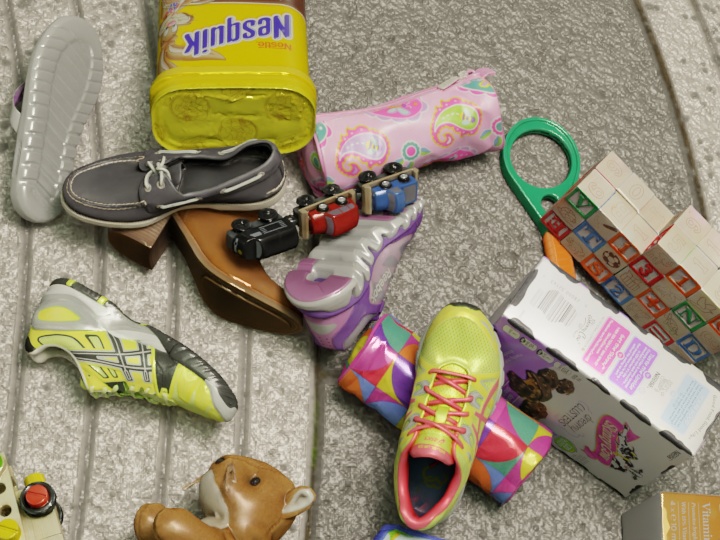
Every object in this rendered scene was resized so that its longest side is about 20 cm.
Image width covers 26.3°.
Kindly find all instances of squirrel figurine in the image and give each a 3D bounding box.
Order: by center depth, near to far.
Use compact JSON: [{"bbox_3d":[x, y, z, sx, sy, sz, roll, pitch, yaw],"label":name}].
[{"bbox_3d":[-0.103,0.258,1.267,0.200,0.141,0.187,45,56,-8],"label":"squirrel figurine"}]

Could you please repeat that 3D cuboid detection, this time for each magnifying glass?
[{"bbox_3d":[0.184,-0.055,1.490,0.079,0.022,0.201,-4,69,-14],"label":"magnifying glass"}]

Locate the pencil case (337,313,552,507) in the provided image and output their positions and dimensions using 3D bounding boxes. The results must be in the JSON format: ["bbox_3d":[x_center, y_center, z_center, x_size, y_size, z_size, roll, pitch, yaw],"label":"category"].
[{"bbox_3d":[0.077,0.124,1.367,0.200,0.088,0.089,37,67,1],"label":"pencil case"}]

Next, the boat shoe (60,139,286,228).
[{"bbox_3d":[-0.163,-0.085,1.338,0.199,0.063,0.073,-5,63,-6],"label":"boat shoe"}]

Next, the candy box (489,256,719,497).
[{"bbox_3d":[0.199,0.099,1.353,0.200,0.168,0.072,36,66,3],"label":"candy box"}]

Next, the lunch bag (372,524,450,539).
[{"bbox_3d":[0.067,0.310,1.236,0.200,0.128,0.170,38,30,3],"label":"lunch bag"}]

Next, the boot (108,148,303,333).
[{"bbox_3d":[-0.112,-0.044,1.401,0.199,0.077,0.156,27,62,7],"label":"boot"}]

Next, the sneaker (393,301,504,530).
[{"bbox_3d":[0.071,0.127,1.279,0.078,0.090,0.201,10,99,10],"label":"sneaker"}]

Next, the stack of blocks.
[{"bbox_3d":[0.274,-0.012,1.428,0.200,0.115,0.059,47,62,2],"label":"stack of blocks"}]

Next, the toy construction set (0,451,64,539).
[{"bbox_3d":[-0.298,0.232,1.235,0.130,0.092,0.201,-17,74,-10],"label":"toy construction set"}]

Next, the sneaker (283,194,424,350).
[{"bbox_3d":[0.000,0.000,1.400,0.080,0.089,0.200,5,37,29],"label":"sneaker"}]

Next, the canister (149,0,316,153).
[{"bbox_3d":[-0.118,-0.208,1.415,0.148,0.087,0.201,-1,51,-4],"label":"canister"}]

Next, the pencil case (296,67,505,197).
[{"bbox_3d":[0.039,-0.130,1.449,0.199,0.087,0.088,-18,74,-15],"label":"pencil case"}]

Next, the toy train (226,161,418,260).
[{"bbox_3d":[-0.026,-0.052,1.365,0.199,0.034,0.046,-22,42,-26],"label":"toy train"}]

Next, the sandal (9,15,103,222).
[{"bbox_3d":[-0.290,-0.142,1.402,0.050,0.082,0.204,-3,65,33],"label":"sandal"}]

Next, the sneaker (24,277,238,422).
[{"bbox_3d":[-0.198,0.085,1.333,0.199,0.075,0.077,28,74,11],"label":"sneaker"}]

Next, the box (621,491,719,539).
[{"bbox_3d":[0.342,0.272,1.357,0.199,0.098,0.125,5,69,-10],"label":"box"}]
